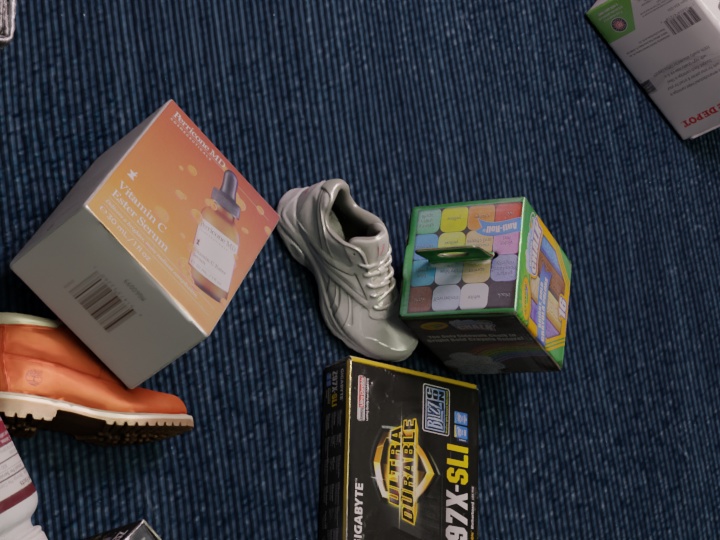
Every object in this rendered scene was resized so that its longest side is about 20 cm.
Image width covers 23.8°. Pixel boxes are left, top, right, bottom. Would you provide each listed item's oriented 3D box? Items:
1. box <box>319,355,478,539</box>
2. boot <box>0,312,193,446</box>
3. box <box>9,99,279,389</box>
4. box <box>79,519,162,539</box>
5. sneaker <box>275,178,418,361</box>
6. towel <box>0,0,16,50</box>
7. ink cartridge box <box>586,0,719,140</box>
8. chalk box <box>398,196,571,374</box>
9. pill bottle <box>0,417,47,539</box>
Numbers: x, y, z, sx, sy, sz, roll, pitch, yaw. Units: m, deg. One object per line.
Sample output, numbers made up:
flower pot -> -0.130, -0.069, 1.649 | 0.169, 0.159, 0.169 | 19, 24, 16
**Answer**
box -> 0.039, 0.197, 1.645 | 0.159, 0.049, 0.201 | 16, 66, -33
boot -> -0.233, 0.092, 1.467 | 0.199, 0.075, 0.108 | 14, 62, -31
box -> -0.182, -0.026, 1.481 | 0.152, 0.106, 0.200 | 47, 34, -14
box -> -0.244, 0.299, 1.328 | 0.086, 0.164, 0.200 | 53, 52, -9
sneaker -> 0.000, 0.000, 1.648 | 0.078, 0.099, 0.200 | -41, 100, -38
towel -> -0.348, -0.248, 1.437 | 0.085, 0.165, 0.201 | 14, 67, -38
ink cartridge box -> 0.386, -0.270, 1.992 | 0.200, 0.145, 0.084 | 49, 51, -13
chalk box -> 0.116, 0.008, 1.663 | 0.200, 0.124, 0.124 | 48, 44, -56
pill bottle -> -0.325, 0.162, 1.346 | 0.114, 0.114, 0.200 | -26, 92, -39
